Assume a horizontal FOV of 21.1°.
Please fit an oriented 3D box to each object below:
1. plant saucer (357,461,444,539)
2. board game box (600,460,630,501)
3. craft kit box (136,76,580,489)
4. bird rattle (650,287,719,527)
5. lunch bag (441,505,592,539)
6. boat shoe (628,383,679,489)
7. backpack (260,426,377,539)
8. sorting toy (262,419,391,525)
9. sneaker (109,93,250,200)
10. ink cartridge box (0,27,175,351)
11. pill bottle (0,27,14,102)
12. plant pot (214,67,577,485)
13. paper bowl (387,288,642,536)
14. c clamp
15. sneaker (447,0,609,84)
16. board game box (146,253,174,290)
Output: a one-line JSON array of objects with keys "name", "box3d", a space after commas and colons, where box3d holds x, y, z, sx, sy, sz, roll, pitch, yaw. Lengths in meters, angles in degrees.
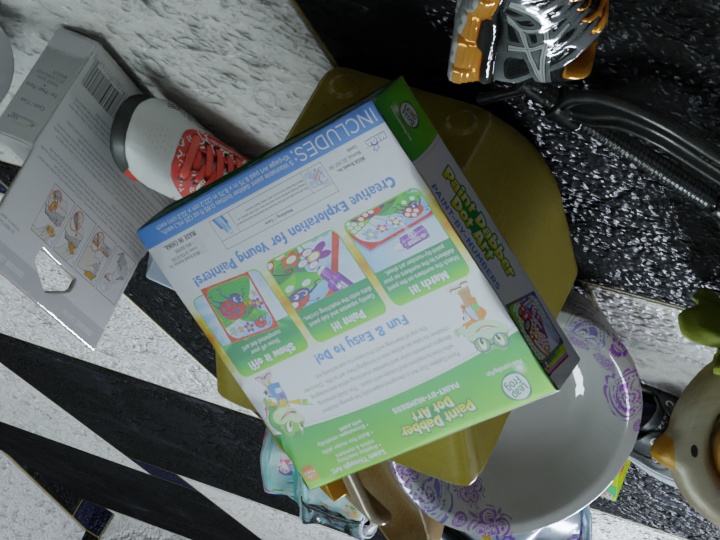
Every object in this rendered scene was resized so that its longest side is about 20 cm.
[{"name": "plant saucer", "box3d": [0.021, 0.155, 1.624, 0.200, 0.035, 0.200, 56, 163, 27]}, {"name": "board game box", "box3d": [0.200, 0.155, 1.801, 0.102, 0.048, 0.200, 20, 164, 13]}, {"name": "craft kit box", "box3d": [-0.004, 0.014, 1.138, 0.200, 0.049, 0.198, -25, 100, 36]}, {"name": "bird rattle", "box3d": [0.286, 0.106, 1.335, 0.200, 0.163, 0.113, 41, 177, -24]}, {"name": "lunch bag", "box3d": [0.107, 0.179, 1.679, 0.170, 0.127, 0.200, 42, 158, 47]}, {"name": "boat shoe", "box3d": [0.243, 0.127, 1.625, 0.200, 0.070, 0.066, 27, 168, 18]}, {"name": "backpack", "box3d": [-0.013, 0.154, 1.870, 0.150, 0.178, 0.200, 18, 160, 1]}, {"name": "sorting toy", "box3d": [-0.061, 0.116, 1.642, 0.200, 0.036, 0.185, 61, 167, -26]}, {"name": "sneaker", "box3d": [-0.099, -0.071, 1.452, 0.108, 0.067, 0.201, 14, 165, 27]}, {"name": "ink cartridge box", "box3d": [-0.213, -0.057, 1.447, 0.045, 0.176, 0.200, 23, 166, 26]}, {"name": "pill bottle", "box3d": [-0.339, -0.148, 1.459, 0.109, 0.109, 0.200, 32, 162, -30]}, {"name": "plant pot", "box3d": [0.019, -0.017, 1.254, 0.194, 0.196, 0.200, 18, 148, 18]}, {"name": "paper bowl", "box3d": [0.108, 0.095, 1.490, 0.201, 0.201, 0.104, 30, -163, -22]}, {"name": "c clamp", "box3d": [0.179, -0.066, 1.128, 0.200, 0.027, 0.171, 30, 173, -11]}, {"name": "sneaker", "box3d": [0.089, -0.144, 0.942, 0.077, 0.078, 0.200, 10, 168, 0]}, {"name": "board game box", "box3d": [-0.081, 0.015, 1.624, 0.199, 0.041, 0.200, 25, -175, -7]}]
